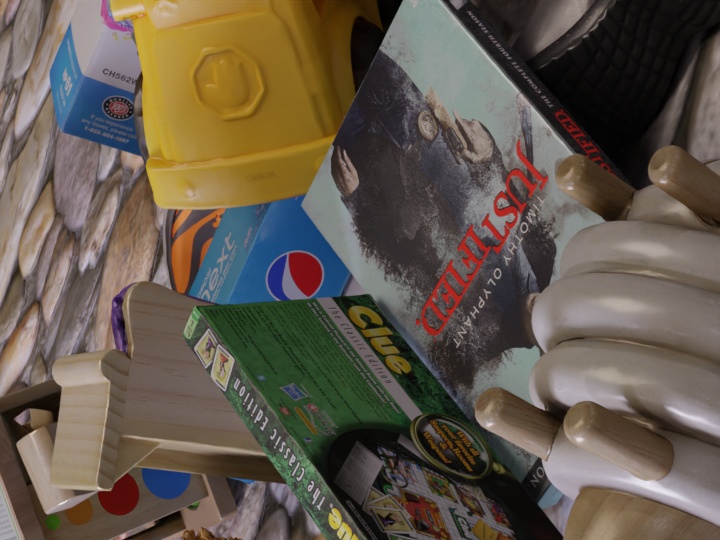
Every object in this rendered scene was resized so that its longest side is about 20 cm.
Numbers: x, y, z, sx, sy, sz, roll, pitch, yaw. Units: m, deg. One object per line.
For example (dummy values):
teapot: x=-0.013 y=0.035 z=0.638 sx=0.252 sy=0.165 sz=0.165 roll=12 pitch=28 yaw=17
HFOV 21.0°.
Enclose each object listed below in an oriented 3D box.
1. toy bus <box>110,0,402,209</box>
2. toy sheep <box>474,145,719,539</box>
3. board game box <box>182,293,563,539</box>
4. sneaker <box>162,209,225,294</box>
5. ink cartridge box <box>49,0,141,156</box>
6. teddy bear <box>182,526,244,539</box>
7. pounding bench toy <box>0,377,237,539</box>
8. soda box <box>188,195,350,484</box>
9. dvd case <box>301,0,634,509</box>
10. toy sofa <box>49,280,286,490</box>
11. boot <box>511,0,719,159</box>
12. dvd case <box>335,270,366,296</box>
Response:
toy bus: x=-0.059 y=-0.156 z=1.018 sx=0.201 sy=0.134 sz=0.193 roll=-76 pitch=-28 yaw=-57
toy sheep: x=0.120 y=0.027 z=0.679 sx=0.138 sy=0.137 sz=0.202 roll=-2 pitch=63 yaw=66
board game box: x=0.014 y=0.084 z=0.825 sx=0.200 sy=0.104 sz=0.024 roll=51 pitch=130 yaw=35
sneaker: x=-0.064 y=-0.057 z=1.221 sx=0.202 sy=0.077 sz=0.112 roll=-70 pitch=22 yaw=9
ink cartridge box: x=-0.108 y=-0.176 z=1.312 sx=0.201 sy=0.143 sz=0.085 roll=-63 pitch=25 yaw=25
teddy bear: x=-0.043 y=0.218 z=0.964 sx=0.145 sy=0.066 sz=0.202 roll=-123 pitch=24 yaw=-77
pounding bench toy: x=-0.156 y=0.118 z=1.203 sx=0.200 sy=0.155 sz=0.125 roll=-27 pitch=83 yaw=60
soda box: x=-0.058 y=0.018 z=1.113 sx=0.201 sy=0.064 sz=0.068 roll=-64 pitch=24 yaw=20
dvd case: x=0.057 y=-0.015 z=0.866 sx=0.200 sy=0.022 sz=0.147 roll=52 pitch=132 yaw=28
toy sofa: x=-0.045 y=0.069 z=0.942 sx=0.083 sy=0.198 sz=0.099 roll=169 pitch=109 yaw=-65
boot: x=0.112 y=-0.136 z=0.900 sx=0.200 sy=0.069 sz=0.132 roll=-44 pitch=33 yaw=32
dvd case: x=0.000 y=0.000 z=1.105 sx=0.200 sy=0.025 sz=0.151 roll=-49 pitch=33 yaw=44
